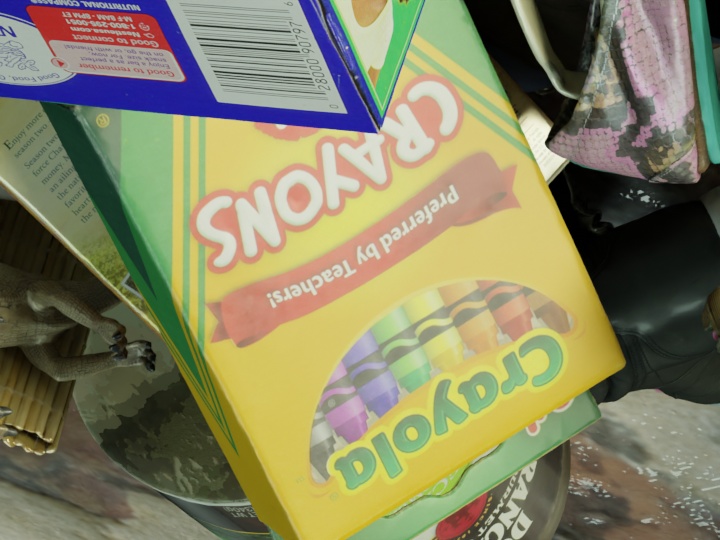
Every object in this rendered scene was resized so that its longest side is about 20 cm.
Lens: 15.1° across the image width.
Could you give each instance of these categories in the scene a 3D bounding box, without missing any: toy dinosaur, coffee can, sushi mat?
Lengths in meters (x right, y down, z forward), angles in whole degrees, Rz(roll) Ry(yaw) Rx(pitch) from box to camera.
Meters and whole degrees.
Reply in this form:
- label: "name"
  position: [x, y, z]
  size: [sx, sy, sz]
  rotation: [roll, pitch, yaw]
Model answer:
- label: "toy dinosaur"
  position: [-0.141, 0.012, 0.910]
  size: [0.200, 0.101, 0.058]
  rotation: [7, 114, -28]
- label: "coffee can"
  position: [-0.012, 0.052, 1.086]
  size: [0.146, 0.146, 0.200]
  rotation: [5, 161, 22]
- label: "sushi mat"
  position: [-0.138, -0.011, 0.982]
  size: [0.096, 0.200, 0.012]
  rotation: [17, 126, -6]

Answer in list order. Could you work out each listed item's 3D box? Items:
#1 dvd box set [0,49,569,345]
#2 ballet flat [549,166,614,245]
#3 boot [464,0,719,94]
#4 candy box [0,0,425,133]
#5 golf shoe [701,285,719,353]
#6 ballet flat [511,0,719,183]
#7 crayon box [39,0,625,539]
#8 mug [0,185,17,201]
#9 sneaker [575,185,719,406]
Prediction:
- label: "dvd box set"
  position: [-0.043, -0.056, 0.880]
  size: [0.200, 0.146, 0.029]
  rotation: [45, 173, -22]
- label: "ballet flat"
  position: [0.051, -0.037, 1.001]
  size: [0.046, 0.067, 0.200]
  rotation: [19, 166, 27]
- label: "boot"
  position: [0.030, -0.116, 0.889]
  size: [0.200, 0.075, 0.097]
  rotation: [32, 145, -28]
- label: "candy box"
  position: [-0.053, -0.144, 0.757]
  size: [0.169, 0.200, 0.077]
  rotation: [7, 151, 21]
- label: "golf shoe"
  position: [0.194, 0.005, 0.882]
  size: [0.200, 0.073, 0.092]
  rotation: [-1, 137, -41]
- label: "ballet flat"
  position: [0.074, -0.114, 0.808]
  size: [0.071, 0.069, 0.200]
  rotation: [0, 122, 6]
- label: "crayon box"
  position: [0.000, 0.000, 0.864]
  size: [0.200, 0.127, 0.051]
  rotation: [63, 166, -20]
- label: "mug"
  position: [-0.082, -0.093, 0.964]
  size: [0.153, 0.187, 0.149]
  rotation: [16, 119, -14]
- label: "sneaker"
  position: [0.098, 0.022, 1.029]
  size: [0.099, 0.071, 0.200]
  rotation: [-19, 167, 0]
